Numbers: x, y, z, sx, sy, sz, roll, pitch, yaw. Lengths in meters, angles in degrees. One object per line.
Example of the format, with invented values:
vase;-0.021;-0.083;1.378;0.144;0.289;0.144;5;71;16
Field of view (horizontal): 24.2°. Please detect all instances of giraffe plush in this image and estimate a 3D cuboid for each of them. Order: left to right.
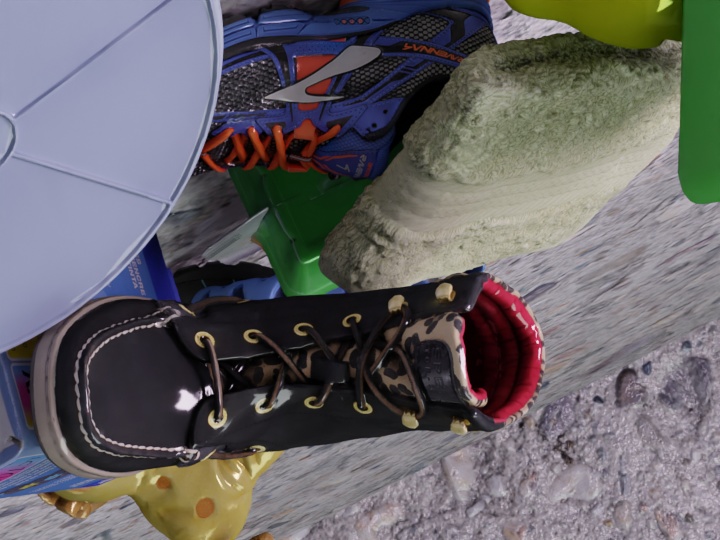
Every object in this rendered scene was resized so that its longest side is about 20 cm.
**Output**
giraffe plush;-0.145;0.105;1.088;0.161;0.202;0.172;23;157;-29

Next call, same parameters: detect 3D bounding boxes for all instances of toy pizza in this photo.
toy pizza;-0.133;-0.050;0.561;0.199;0.032;0.201;-28;141;-25

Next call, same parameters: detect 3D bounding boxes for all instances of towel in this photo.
towel;0.081;-0.052;0.763;0.199;0.037;0.149;-12;149;-47

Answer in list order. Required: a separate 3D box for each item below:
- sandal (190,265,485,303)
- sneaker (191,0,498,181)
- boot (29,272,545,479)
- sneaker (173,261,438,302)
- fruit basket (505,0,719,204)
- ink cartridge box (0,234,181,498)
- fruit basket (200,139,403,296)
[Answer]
sandal;-0.003;0.022;0.953;0.198;0.088;0.080;0;149;18
sneaker;-0.019;-0.072;0.728;0.198;0.079;0.075;-23;167;-15
boot;-0.023;0.040;0.674;0.149;0.074;0.200;-8;172;26
sneaker;-0.049;0.038;1.018;0.198;0.080;0.075;-4;160;8
fruit basket;0.153;-0.133;0.666;0.155;0.217;0.215;-13;163;-43
ink cartridge box;-0.139;0.023;0.732;0.076;0.138;0.200;-21;170;17
fruit basket;0.001;-0.053;0.893;0.184;0.094;0.200;-26;-176;0
